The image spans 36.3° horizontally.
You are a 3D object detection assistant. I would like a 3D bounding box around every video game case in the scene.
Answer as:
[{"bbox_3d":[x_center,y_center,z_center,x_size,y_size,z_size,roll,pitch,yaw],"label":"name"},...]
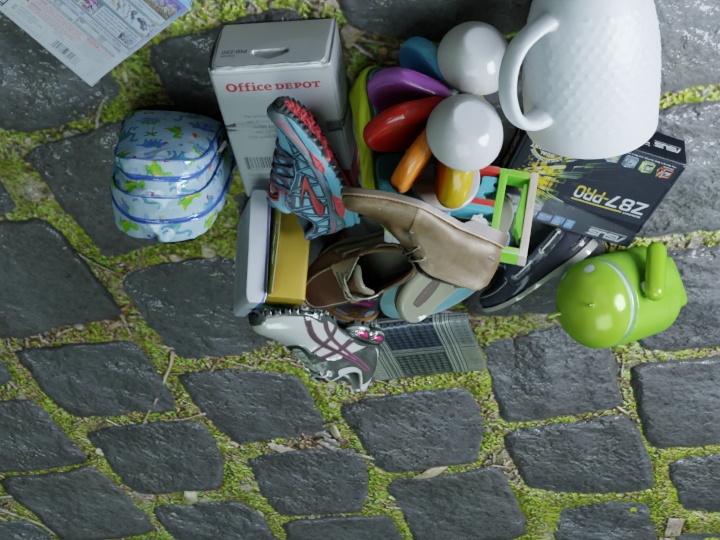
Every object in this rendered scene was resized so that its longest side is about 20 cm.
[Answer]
[{"bbox_3d":[-0.313,-0.321,1.206,0.180,0.046,0.199,-25,129,33],"label":"video game case"}]

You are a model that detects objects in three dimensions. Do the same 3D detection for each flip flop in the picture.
[{"bbox_3d":[0.121,-0.010,1.351,0.200,0.058,0.081,-48,125,5],"label":"flip flop"}]

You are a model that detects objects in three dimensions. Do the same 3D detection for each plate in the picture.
[{"bbox_3d":[0.117,0.012,1.453,0.197,0.026,0.201,-24,156,-11],"label":"plate"}]

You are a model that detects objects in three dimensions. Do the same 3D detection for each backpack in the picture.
[{"bbox_3d":[-0.228,-0.117,1.307,0.160,0.202,0.155,9,138,-2],"label":"backpack"}]

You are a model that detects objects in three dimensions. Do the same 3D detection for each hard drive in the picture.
[{"bbox_3d":[-0.139,-0.017,1.392,0.025,0.135,0.200,3,172,-11],"label":"hard drive"}]

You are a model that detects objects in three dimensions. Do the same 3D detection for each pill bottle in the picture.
[{"bbox_3d":[0.014,-0.027,1.436,0.114,0.118,0.201,19,138,-13],"label":"pill bottle"}]

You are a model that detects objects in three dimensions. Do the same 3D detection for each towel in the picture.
[{"bbox_3d":[0.083,0.109,1.621,0.189,0.035,0.201,-6,152,12],"label":"towel"}]

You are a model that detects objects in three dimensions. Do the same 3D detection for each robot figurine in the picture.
[{"bbox_3d":[0.334,0.035,1.415,0.197,0.118,0.175,-12,171,-36],"label":"robot figurine"}]

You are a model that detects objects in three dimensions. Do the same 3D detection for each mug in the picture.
[{"bbox_3d":[0.221,-0.220,1.139,0.198,0.147,0.178,-29,133,-23],"label":"mug"}]

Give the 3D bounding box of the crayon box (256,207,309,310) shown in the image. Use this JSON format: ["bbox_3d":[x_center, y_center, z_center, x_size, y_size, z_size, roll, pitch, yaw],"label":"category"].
[{"bbox_3d":[-0.098,-0.019,1.387,0.050,0.130,0.200,6,172,-10],"label":"crayon box"}]

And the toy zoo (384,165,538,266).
[{"bbox_3d":[0.106,-0.078,1.299,0.196,0.133,0.021,11,143,7],"label":"toy zoo"}]

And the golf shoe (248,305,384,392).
[{"bbox_3d":[-0.055,0.096,1.395,0.197,0.090,0.077,16,167,-32],"label":"golf shoe"}]

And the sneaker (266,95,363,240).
[{"bbox_3d":[-0.068,-0.104,1.242,0.094,0.080,0.201,-27,133,3],"label":"sneaker"}]

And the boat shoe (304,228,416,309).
[{"bbox_3d":[0.000,0.000,1.334,0.198,0.072,0.076,-28,107,32],"label":"boat shoe"}]

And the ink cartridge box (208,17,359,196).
[{"bbox_3d":[-0.084,-0.189,1.293,0.142,0.086,0.202,-1,140,10],"label":"ink cartridge box"}]

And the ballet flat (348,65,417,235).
[{"bbox_3d":[0.022,-0.135,1.277,0.066,0.204,0.067,-4,172,-38],"label":"ballet flat"}]

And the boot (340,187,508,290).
[{"bbox_3d":[0.064,-0.036,1.201,0.197,0.077,0.074,20,180,-12],"label":"boot"}]

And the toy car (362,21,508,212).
[{"bbox_3d":[0.077,-0.172,1.204,0.147,0.204,0.175,11,159,-3],"label":"toy car"}]

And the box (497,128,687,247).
[{"bbox_3d":[0.274,-0.119,1.347,0.196,0.050,0.162,16,141,-8],"label":"box"}]

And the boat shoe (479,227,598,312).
[{"bbox_3d":[0.227,-0.010,1.478,0.199,0.073,0.063,-35,95,39],"label":"boat shoe"}]
